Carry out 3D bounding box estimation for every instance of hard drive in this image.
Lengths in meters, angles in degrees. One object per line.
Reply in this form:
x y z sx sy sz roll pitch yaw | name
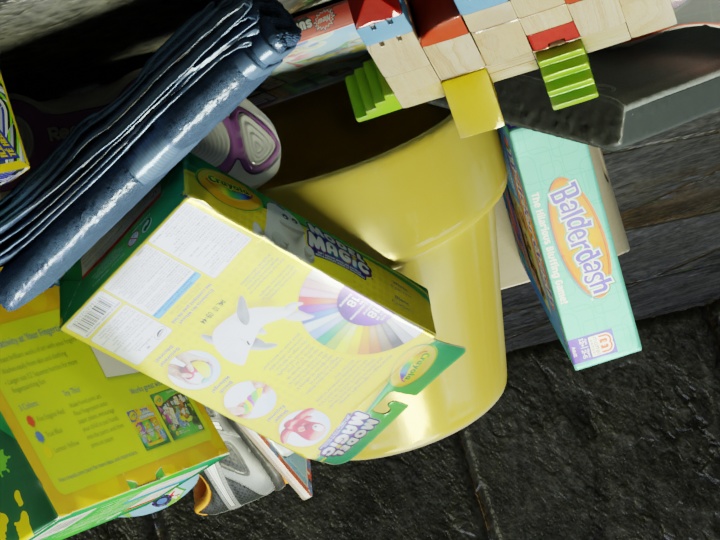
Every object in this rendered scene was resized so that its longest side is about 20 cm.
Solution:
0.136 -0.114 1.691 0.140 0.033 0.200 17 -158 30 | hard drive

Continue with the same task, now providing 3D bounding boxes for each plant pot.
0.000 0.000 1.750 0.201 0.189 0.201 -15 -161 5 | plant pot

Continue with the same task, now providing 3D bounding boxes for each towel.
-0.116 -0.067 1.520 0.200 0.049 0.112 -44 180 8 | towel

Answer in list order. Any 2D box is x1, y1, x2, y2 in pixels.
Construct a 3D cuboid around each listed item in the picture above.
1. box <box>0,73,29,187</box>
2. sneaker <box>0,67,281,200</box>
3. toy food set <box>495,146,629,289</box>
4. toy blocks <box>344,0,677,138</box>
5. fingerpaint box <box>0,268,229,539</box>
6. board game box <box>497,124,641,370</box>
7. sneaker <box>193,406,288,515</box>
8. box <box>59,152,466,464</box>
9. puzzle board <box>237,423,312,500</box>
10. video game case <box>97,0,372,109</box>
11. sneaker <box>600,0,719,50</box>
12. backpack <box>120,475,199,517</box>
-0.243 -0.051 1.530 0.064 0.070 0.200 -15 173 -33 | box
-0.145 -0.066 1.631 0.200 0.075 0.100 -1 169 -14 | sneaker
0.062 -0.055 1.926 0.200 0.144 0.060 -16 -177 -5 | toy food set
0.074 -0.146 1.501 0.200 0.100 0.137 -17 162 7 | toy blocks
-0.181 0.062 1.634 0.073 0.167 0.200 -33 174 24 | fingerpaint box
0.113 -0.046 1.783 0.045 0.152 0.200 -16 -161 0 | board game box
-0.113 0.069 1.815 0.077 0.200 0.078 -34 -162 6 | sneaker
-0.051 0.026 1.626 0.200 0.048 0.117 31 120 -27 | box
-0.086 0.026 1.785 0.017 0.200 0.151 -30 -149 14 | puzzle board
-0.035 -0.121 1.689 0.200 0.017 0.143 -18 173 13 | video game case
0.196 -0.170 1.625 0.200 0.077 0.082 -18 167 5 | sneaker
-0.184 0.067 1.889 0.200 0.183 0.135 17 177 -1 | backpack
